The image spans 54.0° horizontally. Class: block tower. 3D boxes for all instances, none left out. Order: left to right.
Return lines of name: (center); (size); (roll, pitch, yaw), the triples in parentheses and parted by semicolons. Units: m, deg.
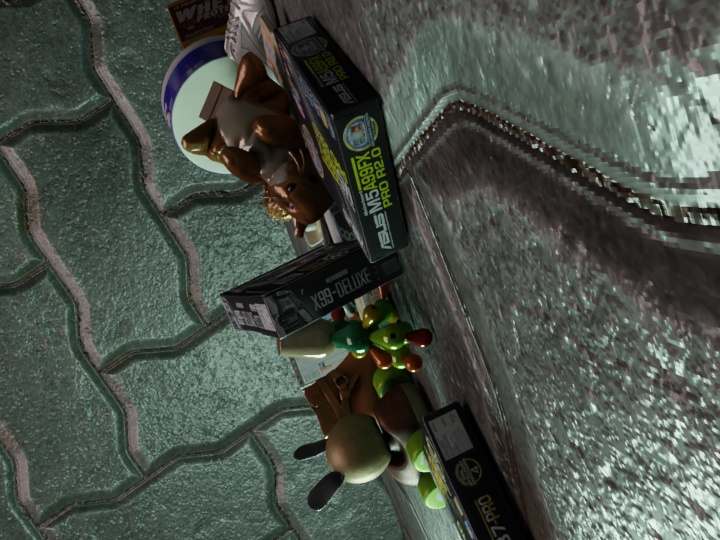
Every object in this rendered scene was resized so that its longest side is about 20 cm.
block tower: (-0.152, -0.213, 1.022); (0.053, 0.059, 0.199); (30, -170, 17)

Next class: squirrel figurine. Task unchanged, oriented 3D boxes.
squirrel figurine: (-0.096, -0.134, 0.895); (0.186, 0.142, 0.200); (43, -178, 15)

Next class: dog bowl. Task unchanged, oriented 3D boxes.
dog bowl: (-0.210, -0.260, 1.122); (0.079, 0.197, 0.202); (-123, 13, -45)

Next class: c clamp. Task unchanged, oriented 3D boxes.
c clamp: (-0.030, -0.020, 1.060); (0.171, 0.027, 0.204); (67, -170, -67)

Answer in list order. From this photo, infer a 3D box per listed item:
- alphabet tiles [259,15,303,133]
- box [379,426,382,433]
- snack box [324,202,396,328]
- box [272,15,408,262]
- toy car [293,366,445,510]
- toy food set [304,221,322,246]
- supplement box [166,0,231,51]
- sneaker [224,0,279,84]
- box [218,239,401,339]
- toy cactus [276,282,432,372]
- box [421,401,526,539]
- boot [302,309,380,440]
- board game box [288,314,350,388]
alphabet tiles: (-0.077, -0.214, 0.894); (0.198, 0.014, 0.200); (60, 172, 10)
box: (0.036, 0.238, 1.364); (0.200, 0.045, 0.162); (-128, 17, -66)
snack box: (0.000, 0.000, 0.949); (0.116, 0.036, 0.204); (-129, 19, -72)
box: (-0.021, -0.131, 0.684); (0.201, 0.043, 0.162); (-119, 10, -46)
toy car: (0.010, 0.253, 0.974); (0.165, 0.197, 0.160); (-122, 12, -53)
toy food set: (-0.126, -0.146, 1.384); (0.201, 0.059, 0.146); (90, 157, -71)
supplement box: (-0.230, -0.361, 1.242); (0.198, 0.131, 0.202); (-119, 10, -47)
sneaker: (-0.151, -0.328, 0.961); (0.071, 0.079, 0.203); (-120, 12, -56)
box: (-0.064, 0.018, 0.816); (0.199, 0.156, 0.051); (-3, 112, 66)
toy cactus: (-0.013, 0.066, 0.800); (0.200, 0.161, 0.105); (-152, 60, -72)
box: (0.123, 0.253, 0.723); (0.162, 0.048, 0.203); (76, 170, -64)
boot: (-0.022, 0.166, 1.141); (0.077, 0.153, 0.202); (79, 167, -60)
board game box: (-0.073, 0.081, 1.264); (0.097, 0.157, 0.204); (171, 78, -83)
